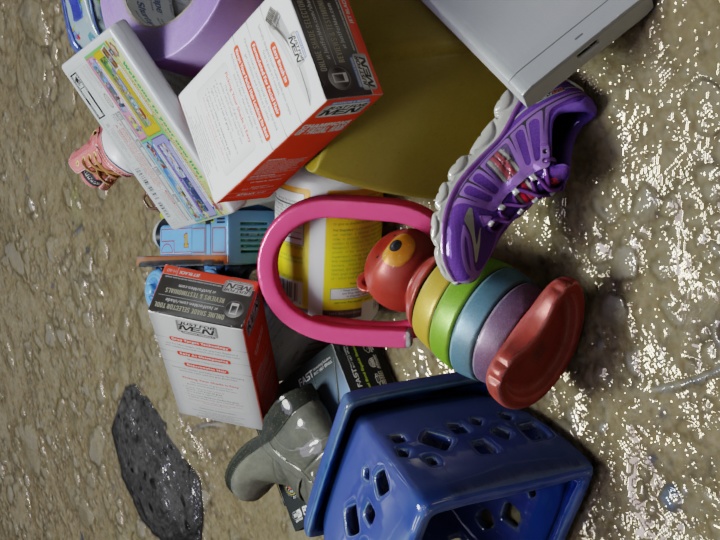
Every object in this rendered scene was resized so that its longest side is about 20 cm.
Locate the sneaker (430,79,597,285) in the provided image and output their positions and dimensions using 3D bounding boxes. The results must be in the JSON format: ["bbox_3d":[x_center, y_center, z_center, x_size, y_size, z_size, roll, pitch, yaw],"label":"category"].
[{"bbox_3d":[0.129,-0.075,1.238,0.083,0.081,0.201,27,85,36],"label":"sneaker"}]

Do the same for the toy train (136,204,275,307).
[{"bbox_3d":[-0.162,-0.013,1.570,0.200,0.086,0.115,0,89,52],"label":"toy train"}]

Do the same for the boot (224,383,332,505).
[{"bbox_3d":[-0.065,0.221,1.532,0.131,0.068,0.200,54,138,20],"label":"boot"}]

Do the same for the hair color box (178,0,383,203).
[{"bbox_3d":[-0.072,-0.149,1.257,0.200,0.064,0.111,-36,70,51],"label":"hair color box"}]

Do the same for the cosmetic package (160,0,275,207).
[{"bbox_3d":[-0.129,-0.189,1.525,0.167,0.166,0.201,32,124,43],"label":"cosmetic package"}]

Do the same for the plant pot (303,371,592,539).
[{"bbox_3d":[0.066,0.209,1.359,0.180,0.199,0.201,50,135,40],"label":"plant pot"}]

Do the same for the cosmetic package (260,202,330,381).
[{"bbox_3d":[-0.104,0.010,1.621,0.200,0.074,0.102,56,136,24],"label":"cosmetic package"}]

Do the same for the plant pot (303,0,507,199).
[{"bbox_3d":[0.011,-0.188,1.335,0.200,0.176,0.200,53,136,30],"label":"plant pot"}]

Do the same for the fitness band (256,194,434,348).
[{"bbox_3d":[0.000,0.000,1.414,0.199,0.037,0.144,4,107,7],"label":"fitness band"}]

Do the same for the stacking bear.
[{"bbox_3d":[0.088,0.028,1.318,0.200,0.122,0.114,32,167,30],"label":"stacking bear"}]

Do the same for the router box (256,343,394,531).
[{"bbox_3d":[-0.028,0.175,1.573,0.200,0.062,0.150,-40,66,49],"label":"router box"}]

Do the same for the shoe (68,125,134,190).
[{"bbox_3d":[-0.281,-0.125,1.676,0.091,0.071,0.200,-49,18,11],"label":"shoe"}]

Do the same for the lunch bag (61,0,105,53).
[{"bbox_3d":[-0.267,-0.340,1.667,0.082,0.160,0.201,-13,89,52],"label":"lunch bag"}]

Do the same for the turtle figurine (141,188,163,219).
[{"bbox_3d":[-0.220,-0.107,1.705,0.161,0.064,0.201,168,105,-67],"label":"turtle figurine"}]

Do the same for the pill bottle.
[{"bbox_3d":[-0.032,-0.049,1.482,0.109,0.109,0.201,22,116,47],"label":"pill bottle"}]

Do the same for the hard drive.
[{"bbox_3d":[0.128,-0.241,1.226,0.200,0.132,0.027,51,179,32],"label":"hard drive"}]

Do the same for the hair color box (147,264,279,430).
[{"bbox_3d":[-0.145,0.081,1.501,0.101,0.061,0.200,11,147,10],"label":"hair color box"}]

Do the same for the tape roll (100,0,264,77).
[{"bbox_3d":[-0.157,-0.284,1.373,0.200,0.065,0.201,-10,75,41],"label":"tape roll"}]

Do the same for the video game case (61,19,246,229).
[{"bbox_3d":[-0.200,-0.133,1.409,0.200,0.022,0.182,57,157,-11],"label":"video game case"}]
